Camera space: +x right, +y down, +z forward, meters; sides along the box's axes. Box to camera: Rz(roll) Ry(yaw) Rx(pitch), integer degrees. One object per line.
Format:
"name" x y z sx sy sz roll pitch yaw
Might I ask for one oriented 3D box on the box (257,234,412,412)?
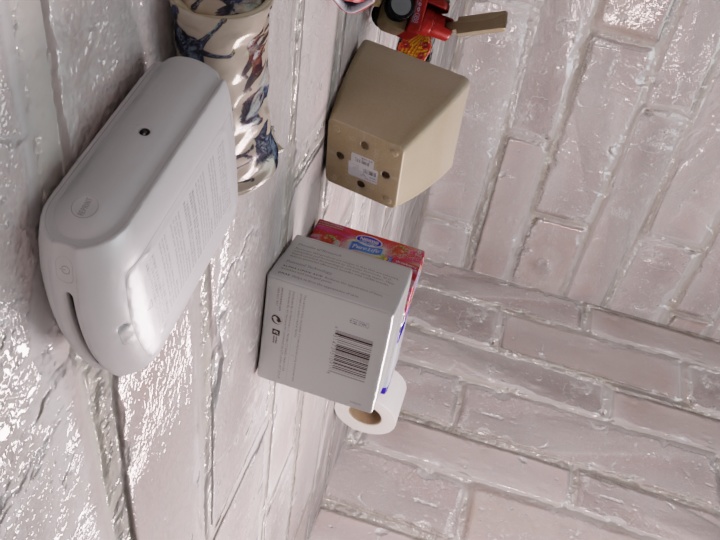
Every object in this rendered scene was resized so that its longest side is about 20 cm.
"box" -0.041 0.081 1.223 0.131 0.199 0.200 -60 164 -55

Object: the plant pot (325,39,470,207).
"plant pot" 0.043 -0.226 1.314 0.177 0.199 0.201 -55 162 -37

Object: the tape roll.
"tape roll" 0.032 0.397 2.471 0.203 0.201 0.140 97 11 -49

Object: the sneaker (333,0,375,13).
"sneaker" 0.002 -0.418 0.999 0.200 0.071 0.113 97 8 -61

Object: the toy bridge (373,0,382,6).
"toy bridge" 0.039 -0.518 1.242 0.067 0.027 0.201 -68 171 -50

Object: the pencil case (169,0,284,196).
"pencil case" -0.108 -0.159 0.660 0.089 0.078 0.201 -45 157 -32

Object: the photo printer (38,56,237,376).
"photo printer" -0.158 -0.032 0.583 0.167 0.069 0.201 97 12 -53

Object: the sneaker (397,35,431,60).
"sneaker" 0.129 -0.522 1.773 0.077 0.073 0.201 121 -11 -79

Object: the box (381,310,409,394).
"box" -0.003 0.150 1.723 0.105 0.183 0.201 -68 170 -49

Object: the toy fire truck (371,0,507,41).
"toy fire truck" 0.142 -0.468 1.326 0.129 0.199 0.177 -163 -92 -72

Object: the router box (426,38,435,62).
"router box" 0.133 -0.472 1.972 0.149 0.051 0.201 94 13 -65

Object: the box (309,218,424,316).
"box" 0.000 0.000 1.360 0.100 0.199 0.096 -66 171 -48
